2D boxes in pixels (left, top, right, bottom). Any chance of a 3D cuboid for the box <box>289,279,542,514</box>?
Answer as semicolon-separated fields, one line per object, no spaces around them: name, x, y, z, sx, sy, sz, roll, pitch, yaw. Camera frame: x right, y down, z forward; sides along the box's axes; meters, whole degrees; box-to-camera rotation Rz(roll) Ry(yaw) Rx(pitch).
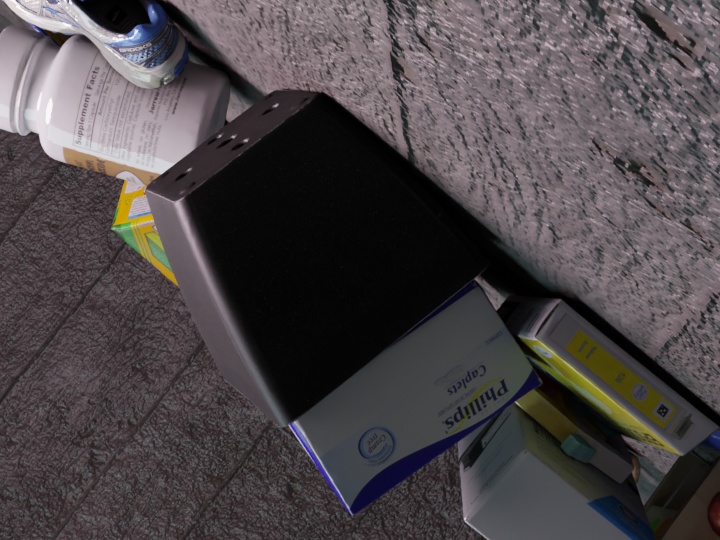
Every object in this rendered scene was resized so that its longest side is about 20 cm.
box;0.020;0.077;1.324;0.105;0.183;0.200;57;175;-17

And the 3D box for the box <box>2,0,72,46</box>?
box;-0.246;-0.221;1.503;0.200;0.070;0.064;43;175;-41

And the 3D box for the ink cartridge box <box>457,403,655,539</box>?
ink cartridge box;0.161;0.181;1.376;0.144;0.084;0.200;38;-166;-9

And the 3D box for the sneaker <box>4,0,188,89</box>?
sneaker;-0.229;-0.234;1.355;0.199;0.077;0.085;30;163;14

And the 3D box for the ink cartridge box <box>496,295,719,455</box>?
ink cartridge box;0.201;0.096;1.290;0.200;0.047;0.198;41;175;-4

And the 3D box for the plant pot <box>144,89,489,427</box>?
plant pot;-0.054;-0.027;1.255;0.178;0.199;0.200;55;170;-17

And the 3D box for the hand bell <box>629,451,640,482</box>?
hand bell;0.198;0.155;1.707;0.201;0.104;0.104;53;169;-21

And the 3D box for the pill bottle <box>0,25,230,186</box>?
pill bottle;-0.222;-0.143;1.426;0.198;0.116;0.114;16;174;2

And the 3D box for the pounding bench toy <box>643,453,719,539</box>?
pounding bench toy;0.331;0.263;1.372;0.199;0.125;0.156;38;174;1

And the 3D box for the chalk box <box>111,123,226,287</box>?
chalk box;-0.154;-0.051;1.784;0.123;0.125;0.200;-13;141;32

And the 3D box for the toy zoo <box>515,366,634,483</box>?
toy zoo;0.171;0.110;1.402;0.131;0.021;0.200;39;-167;-10
